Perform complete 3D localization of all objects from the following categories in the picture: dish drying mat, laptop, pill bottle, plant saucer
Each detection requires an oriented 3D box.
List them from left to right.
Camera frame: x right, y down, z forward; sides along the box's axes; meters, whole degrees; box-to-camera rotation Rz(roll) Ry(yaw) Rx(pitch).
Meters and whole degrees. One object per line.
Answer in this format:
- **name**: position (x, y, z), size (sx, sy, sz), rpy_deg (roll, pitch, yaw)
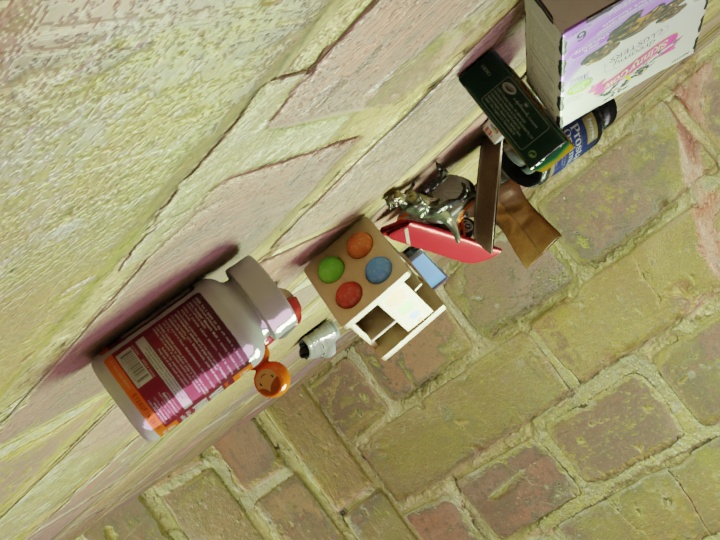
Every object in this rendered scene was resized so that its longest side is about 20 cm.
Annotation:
- **pill bottle**: position (-0.171, 0.078, 1.074), size (0.200, 0.110, 0.110), rpy_deg (-36, 174, -12)
- **laptop**: position (0.095, 0.037, 2.388), size (0.177, 0.103, 0.200), rpy_deg (-40, 174, 12)
- **dish drying mat**: position (0.130, -0.044, 1.634), size (0.200, 0.018, 0.077), rpy_deg (17, 156, -36)
- **plant saucer**: position (0.196, -0.126, 1.571), size (0.034, 0.201, 0.200), rpy_deg (5, -179, 9)
- **pill bottle**: position (0.322, -0.228, 1.668), size (0.200, 0.112, 0.112), rpy_deg (-35, 174, -25)

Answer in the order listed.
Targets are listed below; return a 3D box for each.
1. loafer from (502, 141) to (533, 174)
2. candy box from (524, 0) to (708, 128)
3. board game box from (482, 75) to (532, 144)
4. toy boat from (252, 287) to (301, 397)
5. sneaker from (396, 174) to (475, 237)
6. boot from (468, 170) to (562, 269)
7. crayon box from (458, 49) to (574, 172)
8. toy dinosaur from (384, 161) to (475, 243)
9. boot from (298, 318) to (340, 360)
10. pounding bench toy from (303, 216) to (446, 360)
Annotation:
- **loafer**: position (0.286, -0.242, 1.554), size (0.200, 0.063, 0.072), rpy_deg (-58, -169, -17)
- **candy box**: position (0.247, -0.244, 0.987), size (0.167, 0.072, 0.200), rpy_deg (-30, 160, 0)
- **board game box**: position (0.257, -0.258, 1.415), size (0.126, 0.035, 0.200), rpy_deg (-35, 174, -24)
- **toy boat**: position (-0.150, 0.123, 1.443), size (0.200, 0.131, 0.131), rpy_deg (-33, 172, -41)
- **sneaker**: position (0.149, -0.092, 1.642), size (0.112, 0.078, 0.200), rpy_deg (11, 159, -26)
- **boot**: position (0.294, -0.089, 2.127), size (0.188, 0.200, 0.068), rpy_deg (-41, 174, 27)
- **crayon box**: position (0.182, -0.175, 1.160), size (0.052, 0.126, 0.200), rpy_deg (-39, 175, 14)
- **toy dinosaur**: position (0.112, -0.103, 1.499), size (0.088, 0.048, 0.200), rpy_deg (-47, 140, 18)
- **boot**: position (-0.112, 0.183, 2.498), size (0.095, 0.074, 0.200), rpy_deg (-30, 163, -18)
- **pounding bench toy**: position (0.000, 0.000, 1.506), size (0.124, 0.200, 0.156), rpy_deg (-40, 143, 5)
